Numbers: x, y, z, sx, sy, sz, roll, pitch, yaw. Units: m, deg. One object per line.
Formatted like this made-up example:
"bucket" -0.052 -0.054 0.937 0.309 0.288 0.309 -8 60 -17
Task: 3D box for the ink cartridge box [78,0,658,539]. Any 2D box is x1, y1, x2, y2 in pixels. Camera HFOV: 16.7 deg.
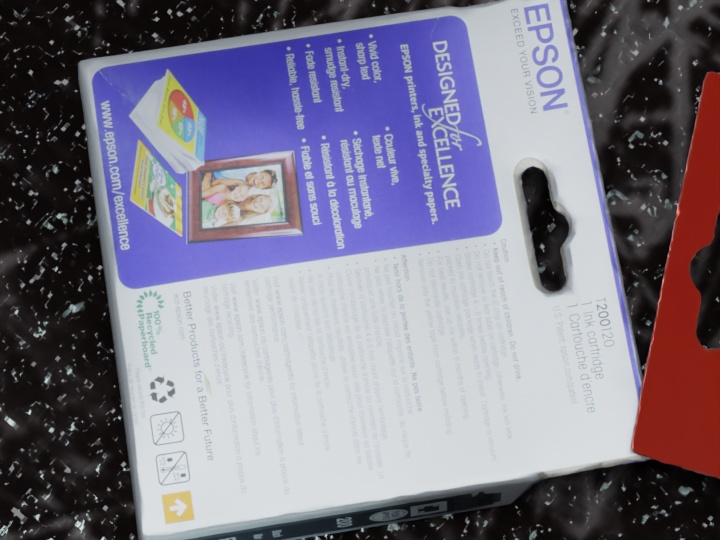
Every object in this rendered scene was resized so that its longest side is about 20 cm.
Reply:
"ink cartridge box" 0.000 0.000 0.960 0.199 0.043 0.199 -9 74 0

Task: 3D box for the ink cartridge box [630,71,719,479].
"ink cartridge box" 0.216 0.017 0.928 0.200 0.047 0.160 16 74 -8
